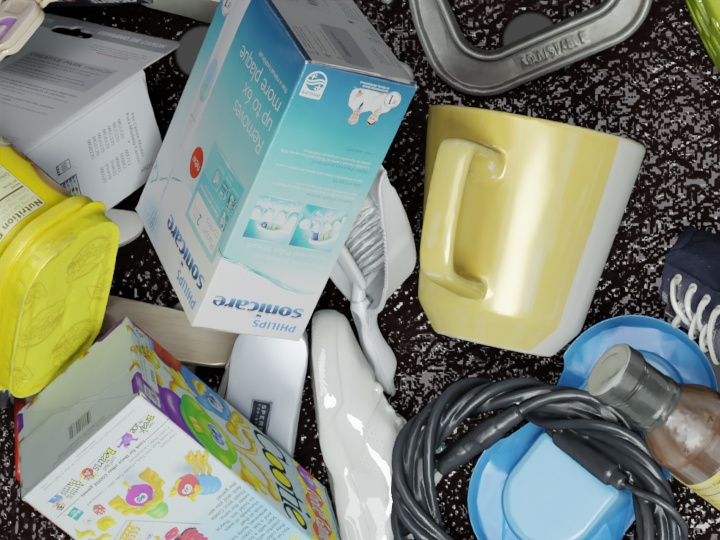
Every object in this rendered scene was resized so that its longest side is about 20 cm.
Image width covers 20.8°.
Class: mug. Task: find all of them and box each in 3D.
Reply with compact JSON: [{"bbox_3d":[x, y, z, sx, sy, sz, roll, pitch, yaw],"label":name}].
[{"bbox_3d":[0.090,-0.027,1.331,0.186,0.149,0.154,11,91,-31],"label":"mug"}]

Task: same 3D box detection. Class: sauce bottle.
[{"bbox_3d":[0.233,0.116,1.273,0.200,0.065,0.065,37,89,-19],"label":"sauce bottle"}]

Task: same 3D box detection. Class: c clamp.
[{"bbox_3d":[0.101,-0.216,1.400,0.200,0.027,0.171,-16,97,14],"label":"c clamp"}]

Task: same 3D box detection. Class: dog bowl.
[{"bbox_3d":[0.160,0.124,1.343,0.111,0.050,0.200,39,89,15],"label":"dog bowl"}]

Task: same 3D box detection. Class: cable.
[{"bbox_3d":[0.119,0.154,1.302,0.200,0.051,0.164,4,76,16],"label":"cable"}]

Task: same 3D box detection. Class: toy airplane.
[{"bbox_3d":[-0.214,0.047,1.402,0.199,0.141,0.200,-35,67,-29],"label":"toy airplane"}]

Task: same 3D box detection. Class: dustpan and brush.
[{"bbox_3d":[0.000,0.000,1.355,0.057,0.200,0.140,-38,33,-15],"label":"dustpan and brush"}]

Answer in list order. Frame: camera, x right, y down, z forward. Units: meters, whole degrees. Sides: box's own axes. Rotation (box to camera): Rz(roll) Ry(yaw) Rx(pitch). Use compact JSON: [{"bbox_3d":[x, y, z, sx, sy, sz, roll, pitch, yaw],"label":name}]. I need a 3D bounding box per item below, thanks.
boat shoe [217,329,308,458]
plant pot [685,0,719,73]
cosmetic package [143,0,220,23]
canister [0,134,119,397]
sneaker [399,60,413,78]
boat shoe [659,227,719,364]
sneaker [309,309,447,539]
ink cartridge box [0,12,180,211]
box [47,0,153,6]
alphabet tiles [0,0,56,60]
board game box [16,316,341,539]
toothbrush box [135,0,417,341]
[{"bbox_3d":[-0.074,0.118,1.386,0.073,0.065,0.200,19,105,-3],"label":"boat shoe"},{"bbox_3d":[0.318,-0.173,1.292,0.199,0.200,0.182,-15,85,9],"label":"plant pot"},{"bbox_3d":[-0.097,-0.288,1.461,0.105,0.071,0.200,14,83,15],"label":"cosmetic package"},{"bbox_3d":[-0.260,-0.033,1.269,0.200,0.149,0.087,39,50,17],"label":"canister"},{"bbox_3d":[-0.043,-0.077,1.422,0.200,0.076,0.105,-22,95,7],"label":"sneaker"},{"bbox_3d":[0.237,0.037,1.286,0.093,0.200,0.075,5,119,17],"label":"boat shoe"},{"bbox_3d":[0.016,0.120,1.365,0.088,0.075,0.200,-12,93,-1],"label":"sneaker"},{"bbox_3d":[-0.244,-0.107,1.405,0.200,0.084,0.176,17,42,36],"label":"ink cartridge box"},{"bbox_3d":[-0.207,-0.295,1.455,0.198,0.050,0.200,6,79,41],"label":"box"},{"bbox_3d":[-0.282,-0.198,1.392,0.200,0.015,0.196,15,62,43],"label":"alphabet tiles"},{"bbox_3d":[-0.115,0.145,1.282,0.105,0.103,0.200,-41,118,10],"label":"board game box"},{"bbox_3d":[-0.060,-0.077,1.280,0.200,0.085,0.146,-65,33,26],"label":"toothbrush box"}]
